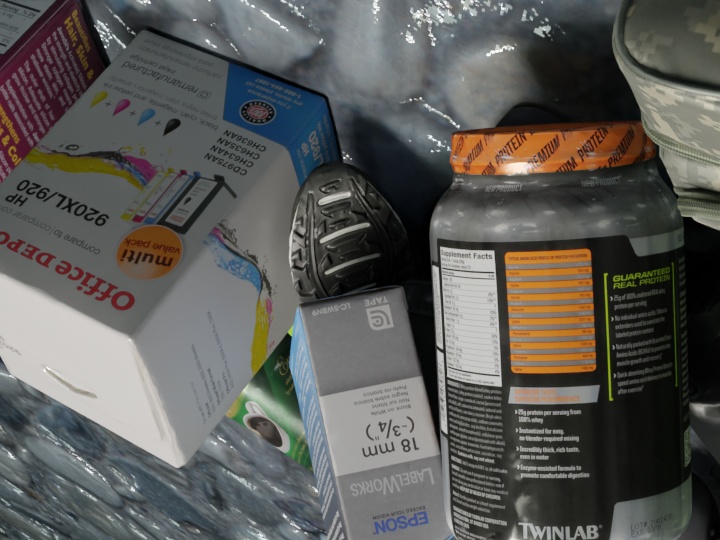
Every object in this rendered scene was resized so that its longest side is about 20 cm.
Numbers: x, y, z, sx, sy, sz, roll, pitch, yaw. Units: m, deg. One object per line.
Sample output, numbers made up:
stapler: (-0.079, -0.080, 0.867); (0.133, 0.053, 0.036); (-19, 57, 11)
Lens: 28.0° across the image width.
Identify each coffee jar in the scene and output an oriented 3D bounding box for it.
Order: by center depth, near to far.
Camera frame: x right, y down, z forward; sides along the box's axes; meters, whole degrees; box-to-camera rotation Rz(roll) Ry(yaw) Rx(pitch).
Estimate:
coffee jar: (-0.034, 0.099, 1.090); (0.200, 0.085, 0.104); (33, 155, 5)

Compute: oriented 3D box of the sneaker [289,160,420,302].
sneaker: (0.000, 0.000, 0.905); (0.074, 0.079, 0.200); (-18, 140, 4)

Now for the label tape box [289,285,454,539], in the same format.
label tape box: (0.010, 0.126, 0.804); (0.144, 0.063, 0.201); (104, 155, -73)

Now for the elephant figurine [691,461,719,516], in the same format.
elephant figurine: (0.157, 0.186, 0.925); (0.200, 0.155, 0.142); (-6, 98, 37)

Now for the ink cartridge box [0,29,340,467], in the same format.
ink cartridge box: (-0.123, -0.015, 0.893); (0.147, 0.200, 0.145); (23, 150, 23)

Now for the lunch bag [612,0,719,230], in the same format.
lunch bag: (0.210, -0.060, 0.522); (0.200, 0.140, 0.168); (19, 164, 32)

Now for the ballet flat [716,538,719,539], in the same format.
ballet flat: (0.283, 0.163, 0.800); (0.064, 0.199, 0.068); (-118, 34, -56)

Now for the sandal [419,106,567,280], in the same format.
sandal: (0.071, -0.023, 0.826); (0.076, 0.043, 0.200); (32, 152, 9)

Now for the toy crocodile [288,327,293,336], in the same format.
toy crocodile: (0.021, 0.084, 0.997); (0.200, 0.067, 0.062); (48, 146, 9)

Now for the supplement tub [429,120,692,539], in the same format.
supplement tub: (0.096, 0.030, 0.698); (0.122, 0.122, 0.201); (5, 100, 46)

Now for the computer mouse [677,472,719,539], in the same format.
computer mouse: (0.177, 0.212, 0.808); (0.058, 0.201, 0.034); (-3, 169, 15)

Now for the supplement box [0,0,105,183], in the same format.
supplement box: (-0.261, -0.083, 0.947); (0.103, 0.200, 0.131); (21, 149, 28)

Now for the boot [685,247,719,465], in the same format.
boot: (0.189, 0.069, 0.806); (0.162, 0.073, 0.198); (46, 149, -21)

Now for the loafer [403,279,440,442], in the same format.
loafer: (0.059, 0.087, 0.890); (0.068, 0.070, 0.201); (8, 140, 27)
